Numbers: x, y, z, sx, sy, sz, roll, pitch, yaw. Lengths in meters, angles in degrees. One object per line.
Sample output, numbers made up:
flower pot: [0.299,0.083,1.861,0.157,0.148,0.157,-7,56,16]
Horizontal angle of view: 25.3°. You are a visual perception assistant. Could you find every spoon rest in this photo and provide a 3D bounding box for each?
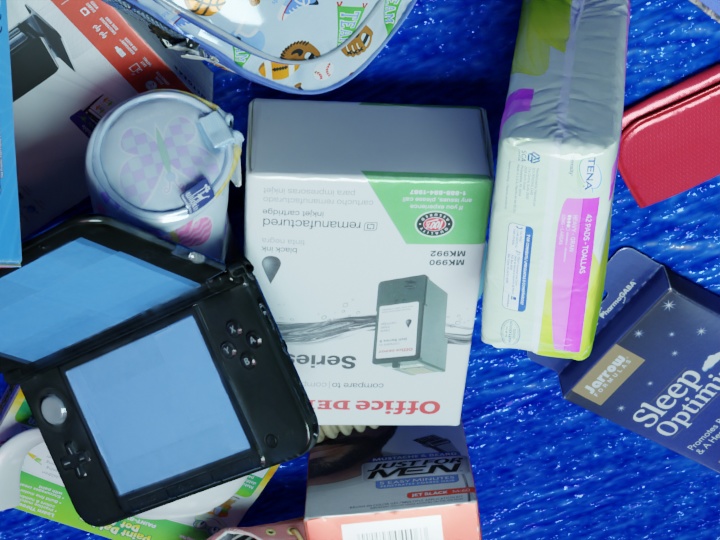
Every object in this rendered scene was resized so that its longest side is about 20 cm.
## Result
spoon rest: [-0.167,0.132,1.070,0.199,0.099,0.061,-4,90,25]

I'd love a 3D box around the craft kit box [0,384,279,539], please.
craft kit box: [-0.156,0.114,1.150,0.200,0.049,0.198,22,121,-19]

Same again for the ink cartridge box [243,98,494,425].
ink cartridge box: [0.000,0.000,0.995,0.145,0.084,0.200,1,129,-3]

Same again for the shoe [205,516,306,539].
shoe: [-0.030,0.208,1.140,0.200,0.072,0.091,-14,170,26]

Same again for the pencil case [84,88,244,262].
pencil case: [-0.115,-0.029,0.969,0.091,0.083,0.200,-39,164,-20]

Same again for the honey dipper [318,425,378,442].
honey dipper: [-0.086,0.114,1.109,0.199,0.038,0.038,-15,128,12]

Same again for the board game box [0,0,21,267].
board game box: [-0.282,-0.094,0.854,0.195,0.056,0.201,-5,88,23]

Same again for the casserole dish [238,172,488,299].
casserole dish: [0.006,-0.018,1.060,0.121,0.039,0.200,-29,125,19]

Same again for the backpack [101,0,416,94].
backpack: [-0.050,-0.190,0.843,0.190,0.154,0.200,27,103,-40]

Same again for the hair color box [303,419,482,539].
hair color box: [0.021,0.148,1.084,0.111,0.200,0.064,-6,104,1]

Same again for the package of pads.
package of pads: [0.115,-0.063,0.927,0.068,0.200,0.155,7,129,7]

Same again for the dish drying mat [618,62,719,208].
dish drying mat: [0.255,-0.107,1.018,0.200,0.018,0.077,-26,126,16]

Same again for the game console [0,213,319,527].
game console: [-0.154,0.065,0.921,0.200,0.118,0.171,-23,91,34]

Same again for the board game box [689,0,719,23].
board game box: [0.168,-0.223,0.806,0.159,0.200,0.097,30,120,-25]

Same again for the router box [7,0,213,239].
router box: [-0.217,-0.126,0.953,0.179,0.049,0.200,-31,124,19]

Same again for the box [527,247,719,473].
box: [0.231,0.070,1.147,0.200,0.032,0.121,26,122,-21]
